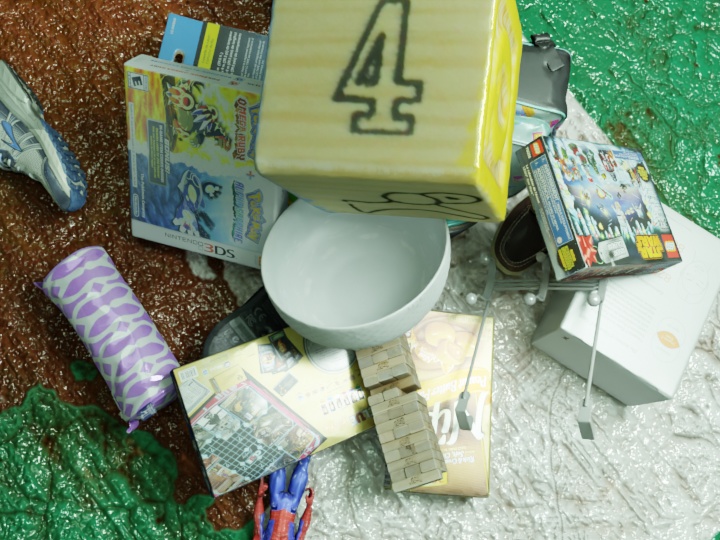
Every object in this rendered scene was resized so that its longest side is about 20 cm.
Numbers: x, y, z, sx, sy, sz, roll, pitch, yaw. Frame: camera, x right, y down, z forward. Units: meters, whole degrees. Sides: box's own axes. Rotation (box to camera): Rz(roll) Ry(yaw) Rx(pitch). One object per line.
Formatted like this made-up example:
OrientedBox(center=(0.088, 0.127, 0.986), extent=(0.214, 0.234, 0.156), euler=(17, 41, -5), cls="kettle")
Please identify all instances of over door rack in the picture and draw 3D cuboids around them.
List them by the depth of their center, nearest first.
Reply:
OrientedBox(center=(0.182, 0.068, 0.823), extent=(0.145, 0.067, 0.204), euler=(-1, 60, 29), cls="over door rack")

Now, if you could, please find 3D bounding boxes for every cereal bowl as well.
OrientedBox(center=(0.000, 0.000, 0.812), extent=(0.195, 0.084, 0.204), euler=(-8, 51, 9), cls="cereal bowl")

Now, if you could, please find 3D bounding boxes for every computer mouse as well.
OrientedBox(center=(-0.096, 0.069, 0.892), extent=(0.199, 0.053, 0.140), euler=(-36, 90, -23), cls="computer mouse")

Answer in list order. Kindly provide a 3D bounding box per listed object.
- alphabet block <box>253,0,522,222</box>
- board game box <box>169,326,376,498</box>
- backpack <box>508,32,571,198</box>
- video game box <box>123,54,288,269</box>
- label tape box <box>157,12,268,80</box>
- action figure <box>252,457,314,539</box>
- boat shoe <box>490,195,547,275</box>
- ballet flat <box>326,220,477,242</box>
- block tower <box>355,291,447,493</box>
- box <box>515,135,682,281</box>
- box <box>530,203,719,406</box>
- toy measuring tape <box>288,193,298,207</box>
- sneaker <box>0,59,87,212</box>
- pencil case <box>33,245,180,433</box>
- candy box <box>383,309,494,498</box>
OrientedBox(center=(0.036, -0.160, 0.712), extent=(0.195, 0.195, 0.202), euler=(5, 87, 17), cls="alphabet block")
OrientedBox(center=(-0.088, 0.137, 0.831), extent=(0.196, 0.035, 0.138), euler=(-18, 85, -22), cls="board game box")
OrientedBox(center=(0.140, -0.170, 0.901), extent=(0.171, 0.200, 0.157), euler=(10, 78, -1), cls="backpack")
OrientedBox(center=(-0.165, -0.113, 0.841), extent=(0.178, 0.204, 0.047), euler=(12, 30, 10), cls="video game box")
OrientedBox(center=(-0.147, -0.210, 0.940), extent=(0.195, 0.063, 0.148), euler=(12, 75, -5), cls="label tape box")
OrientedBox(center=(-0.083, 0.246, 0.853), extent=(0.064, 0.052, 0.205), euler=(10, 78, -10), cls="action figure")
OrientedBox(center=(0.240, -0.077, 0.957), extent=(0.199, 0.072, 0.072), euler=(-40, 85, -14), cls="boat shoe")
OrientedBox(center=(0.045, -0.049, 0.928), extent=(0.195, 0.073, 0.075), euler=(-7, 78, -9), cls="ballet flat")
OrientedBox(center=(0.038, 0.132, 0.836), extent=(0.053, 0.058, 0.204), euler=(-21, 68, 12), cls="block tower")
OrientedBox(center=(0.254, -0.064, 0.813), extent=(0.197, 0.040, 0.140), euler=(-3, 72, -42), cls="box")
OrientedBox(center=(0.321, 0.032, 0.925), extent=(0.150, 0.106, 0.202), euler=(31, 75, 1), cls="box")
OrientedBox(center=(-0.130, -0.099, 0.900), extent=(0.199, 0.073, 0.074), euler=(37, 74, -16), cls="toy measuring tape")
OrientedBox(center=(-0.388, -0.139, 0.895), extent=(0.084, 0.077, 0.202), euler=(-35, 76, -4), cls="sneaker")
OrientedBox(center=(-0.269, 0.073, 0.852), extent=(0.085, 0.084, 0.202), euler=(-35, 82, 9), cls="pencil case")
OrientedBox(center=(0.091, 0.151, 0.892), extent=(0.112, 0.055, 0.205), euler=(5, 75, -5), cls="candy box")
